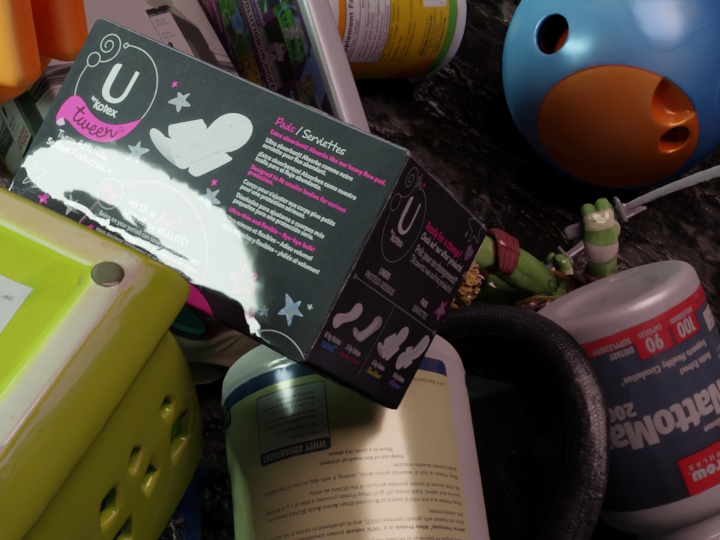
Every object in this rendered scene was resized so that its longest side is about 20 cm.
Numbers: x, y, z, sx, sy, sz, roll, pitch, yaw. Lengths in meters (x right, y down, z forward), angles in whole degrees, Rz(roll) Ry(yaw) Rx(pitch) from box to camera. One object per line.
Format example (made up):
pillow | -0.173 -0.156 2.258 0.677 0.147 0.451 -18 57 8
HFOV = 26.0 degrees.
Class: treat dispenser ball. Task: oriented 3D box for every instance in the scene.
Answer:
treat dispenser ball | 0.216 -0.167 1.282 0.200 0.201 0.202 17 44 -18

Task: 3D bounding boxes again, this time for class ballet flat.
ballet flat | -0.116 0.040 0.948 0.200 0.069 0.070 12 40 -58

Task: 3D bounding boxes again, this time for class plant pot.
plant pot | -0.195 0.067 0.728 0.199 0.182 0.199 24 50 9

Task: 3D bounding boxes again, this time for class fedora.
fedora | 0.084 0.127 0.983 0.092 0.200 0.201 33 27 -56

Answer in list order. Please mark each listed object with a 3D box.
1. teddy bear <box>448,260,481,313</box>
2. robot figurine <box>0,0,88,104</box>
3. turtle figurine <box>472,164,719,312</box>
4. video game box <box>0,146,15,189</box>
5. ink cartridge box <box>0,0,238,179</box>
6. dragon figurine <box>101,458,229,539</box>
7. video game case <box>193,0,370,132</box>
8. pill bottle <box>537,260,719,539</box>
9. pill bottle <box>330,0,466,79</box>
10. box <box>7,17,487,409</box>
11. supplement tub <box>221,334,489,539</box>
teddy bear | 0.000 0.000 1.011 0.200 0.144 0.067 16 69 -57
robot figurine | -0.245 -0.158 0.865 0.199 0.117 0.144 18 76 30
turtle figurine | 0.138 -0.019 1.146 0.193 0.201 0.144 17 10 -12
video game box | -0.199 -0.044 0.997 0.200 0.047 0.182 51 42 8
ink cartridge box | -0.159 -0.116 0.989 0.146 0.083 0.201 -13 66 -42
dragon figurine | -0.129 0.118 0.877 0.201 0.059 0.099 56 22 -12
video game case | -0.071 -0.124 1.018 0.023 0.182 0.201 -16 88 -38
pill bottle | 0.199 0.106 1.036 0.119 0.119 0.201 -30 100 -45
pill bottle | -0.024 -0.206 1.236 0.199 0.111 0.111 -7 56 -36
box | -0.056 -0.030 0.811 0.199 0.115 0.132 27 -3 26
supplement tub | 0.000 0.145 0.880 0.144 0.145 0.201 6 63 -27
